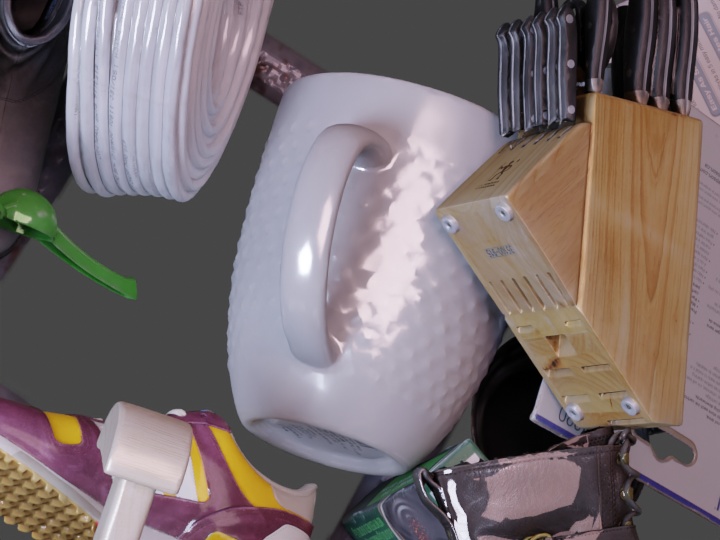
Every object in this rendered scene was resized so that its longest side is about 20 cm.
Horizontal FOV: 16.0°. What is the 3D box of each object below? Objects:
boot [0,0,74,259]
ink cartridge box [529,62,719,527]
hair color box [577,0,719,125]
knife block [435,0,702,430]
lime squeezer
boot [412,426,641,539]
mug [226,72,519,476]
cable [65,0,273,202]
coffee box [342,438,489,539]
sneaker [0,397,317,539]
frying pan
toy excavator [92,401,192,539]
[{"bbox_3d":[-0.176,-0.107,1.284,0.070,0.132,0.200,10,83,-14],"label":"boot"},{"bbox_3d":[0.167,0.021,1.359,0.196,0.043,0.200,31,70,-38],"label":"ink cartridge box"},{"bbox_3d":[0.203,-0.119,1.453,0.200,0.061,0.099,-24,85,-22],"label":"hair color box"},{"bbox_3d":[0.132,-0.045,1.263,0.176,0.064,0.200,-41,106,-28],"label":"knife block"},{"bbox_3d":[-0.187,-0.002,1.264,0.038,0.071,0.200,27,27,32],"label":"lime squeezer"},{"bbox_3d":[0.130,0.160,1.224,0.200,0.069,0.174,-2,78,-15],"label":"boot"},{"bbox_3d":[0.000,0.000,1.288,0.148,0.200,0.175,12,74,17],"label":"mug"},{"bbox_3d":[-0.090,-0.132,1.291,0.069,0.200,0.200,13,112,7],"label":"cable"},{"bbox_3d":[0.084,0.183,1.304,0.044,0.123,0.200,-40,92,-23],"label":"coffee box"},{"bbox_3d":[-0.117,0.101,1.295,0.200,0.075,0.090,32,61,-14],"label":"sneaker"},{"bbox_3d":[0.131,0.072,1.396,0.190,0.031,0.115,-33,93,-34],"label":"frying pan"},{"bbox_3d":[-0.134,0.171,1.195,0.100,0.200,0.195,20,72,-13],"label":"toy excavator"}]
